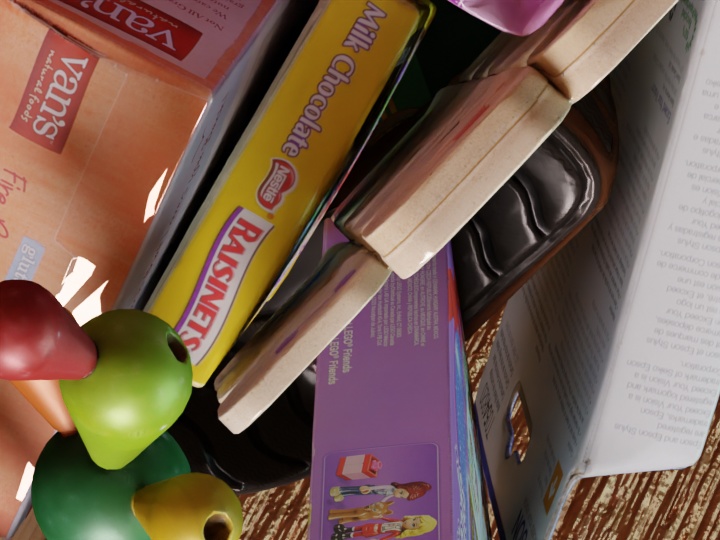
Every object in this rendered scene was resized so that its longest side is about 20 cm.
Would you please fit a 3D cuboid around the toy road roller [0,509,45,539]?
[{"bbox_3d":[-0.087,0.126,0.882,0.123,0.146,0.200,-62,178,-24],"label":"toy road roller"}]

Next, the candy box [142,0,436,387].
[{"bbox_3d":[-0.016,-0.030,0.775,0.102,0.026,0.200,-58,-179,6],"label":"candy box"}]

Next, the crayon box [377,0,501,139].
[{"bbox_3d":[0.057,-0.132,0.979,0.173,0.058,0.200,108,2,-51],"label":"crayon box"}]

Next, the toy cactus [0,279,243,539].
[{"bbox_3d":[-0.076,0.078,0.652,0.165,0.102,0.200,7,128,-45],"label":"toy cactus"}]

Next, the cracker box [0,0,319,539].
[{"bbox_3d":[-0.055,-0.044,0.743,0.134,0.058,0.200,-62,180,31],"label":"cracker box"}]

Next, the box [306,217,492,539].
[{"bbox_3d":[0.014,0.091,0.805,0.200,0.039,0.137,-88,171,-60],"label":"box"}]

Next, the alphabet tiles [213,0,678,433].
[{"bbox_3d":[0.033,-0.042,0.690,0.196,0.015,0.200,-46,-176,0],"label":"alphabet tiles"}]

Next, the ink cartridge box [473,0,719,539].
[{"bbox_3d":[0.086,-0.015,0.927,0.200,0.041,0.200,-96,-158,-74],"label":"ink cartridge box"}]

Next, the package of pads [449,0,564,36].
[{"bbox_3d":[0.019,-0.125,0.680,0.076,0.120,0.200,-51,-178,15],"label":"package of pads"}]

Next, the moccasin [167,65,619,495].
[{"bbox_3d":[-0.001,-0.001,0.918,0.201,0.074,0.078,-47,-171,29],"label":"moccasin"}]
